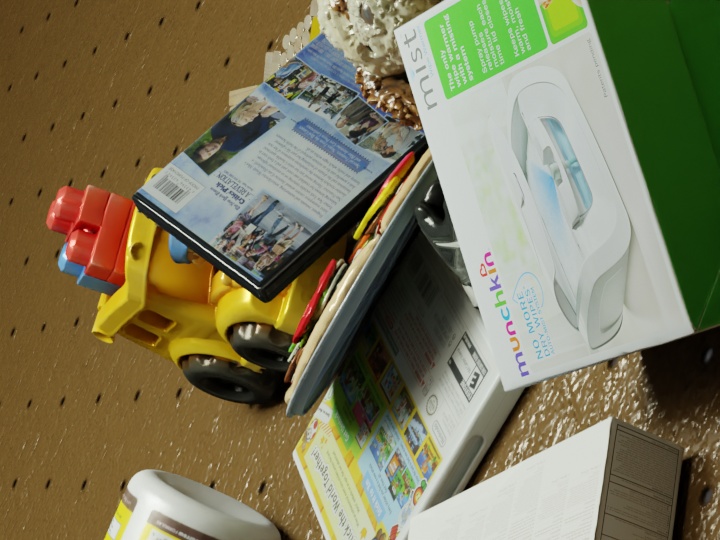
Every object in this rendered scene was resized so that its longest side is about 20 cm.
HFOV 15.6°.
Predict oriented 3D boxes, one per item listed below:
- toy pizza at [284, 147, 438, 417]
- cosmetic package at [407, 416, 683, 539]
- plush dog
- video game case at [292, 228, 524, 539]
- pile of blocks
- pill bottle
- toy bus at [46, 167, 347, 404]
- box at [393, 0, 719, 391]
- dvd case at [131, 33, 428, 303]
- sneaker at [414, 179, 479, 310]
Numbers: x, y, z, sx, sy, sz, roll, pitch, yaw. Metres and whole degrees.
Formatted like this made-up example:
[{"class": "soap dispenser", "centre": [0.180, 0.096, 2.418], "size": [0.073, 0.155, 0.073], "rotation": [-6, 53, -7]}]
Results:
[{"class": "toy pizza", "centre": [0.000, 0.000, 1.614], "size": [0.201, 0.032, 0.200], "rotation": [-59, -4, -6]}, {"class": "cosmetic package", "centre": [0.088, 0.148, 1.357], "size": [0.200, 0.050, 0.083], "rotation": [-34, 37, 55]}, {"class": "plush dog", "centre": [0.045, -0.183, 1.621], "size": [0.171, 0.201, 0.160], "rotation": [-13, 18, 35]}, {"class": "video game case", "centre": [0.027, 0.089, 1.595], "size": [0.183, 0.023, 0.200], "rotation": [-60, 24, 16]}, {"class": "pile of blocks", "centre": [-0.028, -0.134, 1.898], "size": [0.200, 0.062, 0.082], "rotation": [-47, 48, 49]}, {"class": "pill bottle", "centre": [-0.136, 0.240, 1.708], "size": [0.201, 0.109, 0.109], "rotation": [-66, 22, 2]}, {"class": "toy bus", "centre": [-0.116, -0.011, 1.781], "size": [0.200, 0.191, 0.136], "rotation": [142, 146, -65]}, {"class": "box", "centre": [0.122, -0.059, 1.303], "size": [0.176, 0.096, 0.201], "rotation": [-21, 85, 59]}, {"class": "dvd case", "centre": [-0.034, -0.076, 1.698], "size": [0.200, 0.018, 0.143], "rotation": [-42, 49, -16]}, {"class": "sneaker", "centre": [0.092, -0.046, 1.465], "size": [0.067, 0.090, 0.200], "rotation": [-52, 10, -34]}]
